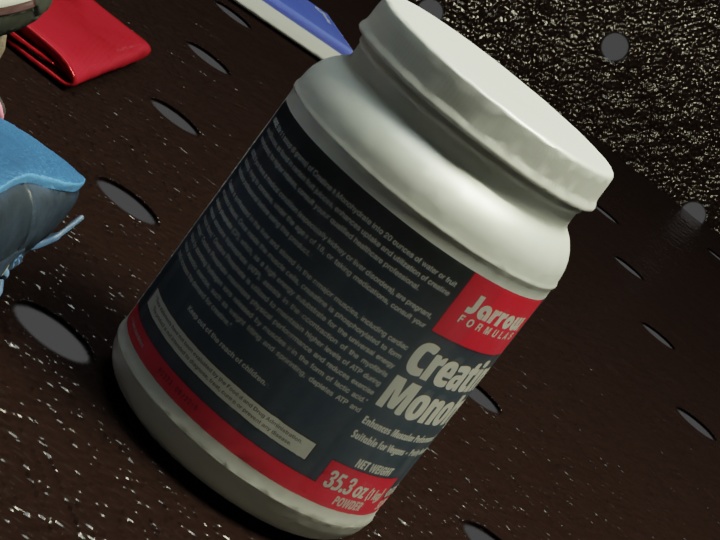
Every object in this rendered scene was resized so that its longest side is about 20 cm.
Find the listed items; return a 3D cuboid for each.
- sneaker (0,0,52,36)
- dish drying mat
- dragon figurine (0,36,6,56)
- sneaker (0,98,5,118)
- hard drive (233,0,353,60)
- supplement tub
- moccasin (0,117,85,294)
[{"bbox_3d":[-0.204,-0.065,0.690,0.198,0.116,0.076,-7,39,-33],"label":"sneaker"},{"bbox_3d":[-0.188,-0.154,1.309,0.077,0.018,0.200,37,12,-1],"label":"dish drying mat"},{"bbox_3d":[-0.226,-0.200,1.082,0.201,0.059,0.099,54,1,0],"label":"dragon figurine"},{"bbox_3d":[-0.224,-0.093,0.893,0.096,0.079,0.200,54,18,16],"label":"sneaker"},{"bbox_3d":[-0.103,-0.272,1.949,0.199,0.025,0.132,32,14,-26],"label":"hard drive"},{"bbox_3d":[0.000,0.000,0.865,0.140,0.201,0.140,35,13,-9],"label":"supplement tub"},{"bbox_3d":[-0.168,-0.023,0.795,0.080,0.069,0.200,31,11,6],"label":"moccasin"}]
